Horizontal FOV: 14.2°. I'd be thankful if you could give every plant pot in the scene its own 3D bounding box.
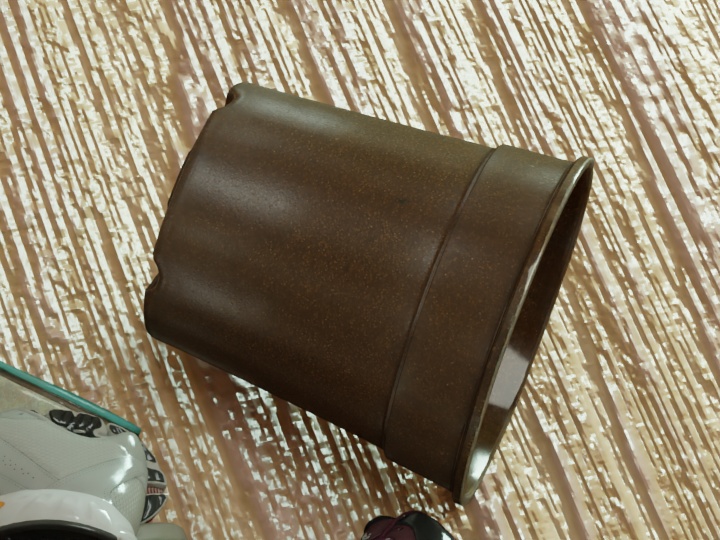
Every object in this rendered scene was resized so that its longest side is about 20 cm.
[{"bbox_3d":[0.000,0.000,1.560,0.198,0.200,0.200,20,54,8],"label":"plant pot"}]

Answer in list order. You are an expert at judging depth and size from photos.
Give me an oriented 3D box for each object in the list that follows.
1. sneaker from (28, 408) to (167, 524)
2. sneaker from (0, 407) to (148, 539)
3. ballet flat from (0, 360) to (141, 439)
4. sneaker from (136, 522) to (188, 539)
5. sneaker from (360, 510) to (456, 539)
[{"bbox_3d":[-0.198,0.128,1.475,0.200,0.085,0.077,-11,64,-8],"label":"sneaker"},{"bbox_3d":[-0.198,0.105,1.410,0.200,0.076,0.092,9,42,5],"label":"sneaker"},{"bbox_3d":[-0.214,0.070,1.538,0.200,0.067,0.062,26,82,7],"label":"ballet flat"},{"bbox_3d":[-0.160,0.208,1.432,0.200,0.075,0.106,-28,72,-3],"label":"sneaker"},{"bbox_3d":[-0.018,0.173,1.515,0.200,0.076,0.116,11,43,-12],"label":"sneaker"}]
